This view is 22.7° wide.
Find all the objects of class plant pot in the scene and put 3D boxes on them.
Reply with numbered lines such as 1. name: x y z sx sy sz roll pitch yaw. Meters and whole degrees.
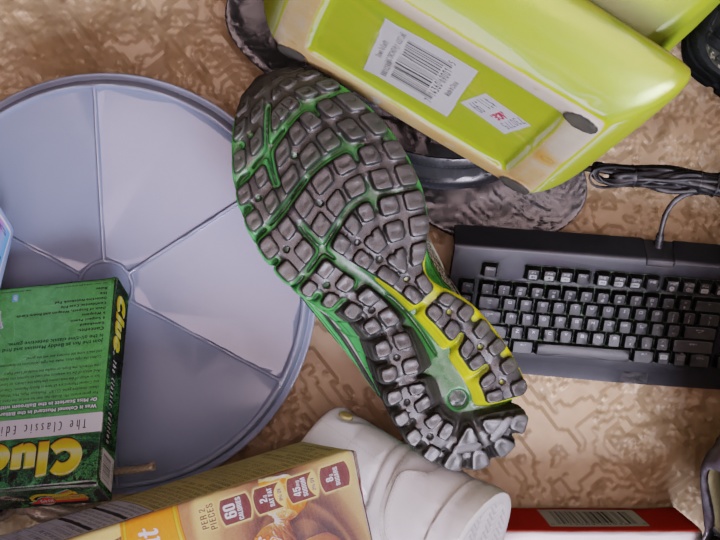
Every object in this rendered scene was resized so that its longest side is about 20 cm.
1. plant pot: 0.068 -0.154 0.760 0.198 0.200 0.182 30 78 -3

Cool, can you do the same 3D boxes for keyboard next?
1. keyboard: 0.142 0.001 0.863 0.199 0.021 0.128 4 116 -5

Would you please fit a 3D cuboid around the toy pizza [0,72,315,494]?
1. toy pizza: -0.119 0.007 0.858 0.199 0.032 0.202 0 96 2

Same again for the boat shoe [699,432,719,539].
1. boat shoe: 0.189 0.134 0.833 0.065 0.072 0.201 -35 135 -21

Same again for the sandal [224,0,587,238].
1. sandal: 0.020 -0.076 0.856 0.200 0.048 0.076 34 92 -5

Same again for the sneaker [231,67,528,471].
1. sneaker: 0.000 0.000 0.824 0.078 0.085 0.201 -30 101 -6

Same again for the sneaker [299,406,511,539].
1. sneaker: -0.008 0.162 0.869 0.115 0.074 0.201 29 115 25

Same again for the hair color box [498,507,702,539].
1. hair color box: 0.111 0.220 0.878 0.101 0.061 0.201 1 93 -3

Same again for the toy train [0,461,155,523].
1. toy train: -0.184 0.156 0.839 0.199 0.085 0.116 -7 106 6

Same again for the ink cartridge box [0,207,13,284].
1. ink cartridge box: -0.241 0.051 0.769 0.136 0.076 0.201 0 59 14

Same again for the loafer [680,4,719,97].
1. loafer: 0.247 -0.075 0.859 0.200 0.068 0.071 36 91 -6

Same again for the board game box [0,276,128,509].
1. board game box: -0.205 0.061 0.812 0.199 0.024 0.105 -5 57 11

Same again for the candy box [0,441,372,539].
1. candy box: -0.087 0.155 0.756 0.199 0.055 0.116 -15 96 -27
